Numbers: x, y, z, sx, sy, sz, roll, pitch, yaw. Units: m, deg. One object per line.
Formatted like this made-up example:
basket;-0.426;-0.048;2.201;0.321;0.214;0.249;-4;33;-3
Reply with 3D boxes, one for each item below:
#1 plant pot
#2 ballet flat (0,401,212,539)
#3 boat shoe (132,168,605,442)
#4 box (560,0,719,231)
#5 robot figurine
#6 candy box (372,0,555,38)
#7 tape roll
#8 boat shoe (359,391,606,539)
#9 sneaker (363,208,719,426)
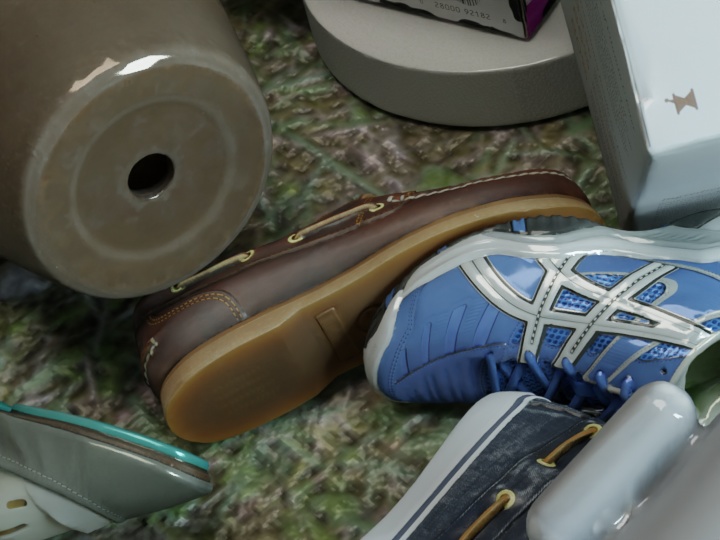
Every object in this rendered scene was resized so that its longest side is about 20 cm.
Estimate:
plant pot;-0.127;-0.076;1.030;0.200;0.201;0.175;-30;43;-14
ballet flat;-0.148;0.079;1.002;0.199;0.067;0.064;17;81;30
boat shoe;0.000;0.000;1.018;0.199;0.071;0.070;-20;46;-4
box;0.139;-0.110;0.962;0.106;0.200;0.153;-14;82;1
robot figurine;0.138;0.114;0.815;0.169;0.113;0.200;41;94;7
candy box;0.020;-0.193;1.156;0.199;0.061;0.137;16;53;29
tape roll;0.070;-0.149;1.168;0.202;0.037;0.203;-8;44;8
boat shoe;0.045;0.123;0.878;0.091;0.071;0.200;11;49;36
sneaker;0.097;0.026;0.962;0.199;0.076;0.077;-11;46;12
